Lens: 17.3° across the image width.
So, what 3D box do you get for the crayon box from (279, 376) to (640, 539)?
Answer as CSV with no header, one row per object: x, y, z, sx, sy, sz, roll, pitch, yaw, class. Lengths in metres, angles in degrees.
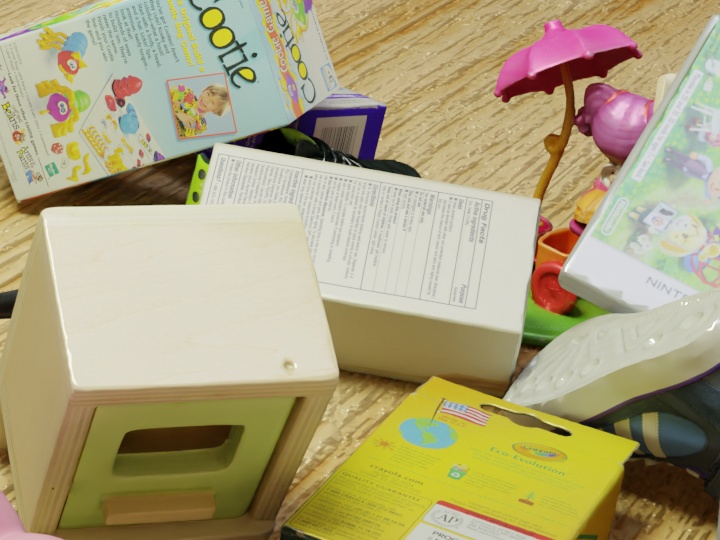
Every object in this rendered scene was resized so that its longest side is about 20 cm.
0.053,0.127,1.191,0.126,0.051,0.200,18,27,18,crayon box

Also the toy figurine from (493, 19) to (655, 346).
0.141,-0.058,1.460,0.199,0.185,0.150,26,29,32,toy figurine

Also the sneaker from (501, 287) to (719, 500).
0.180,0.094,1.293,0.200,0.147,0.081,-23,23,52,sneaker

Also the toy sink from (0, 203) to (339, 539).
-0.103,0.070,1.160,0.129,0.200,0.113,-1,55,-21,toy sink

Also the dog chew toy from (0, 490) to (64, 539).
-0.154,0.156,0.983,0.199,0.125,0.124,25,28,16,dog chew toy

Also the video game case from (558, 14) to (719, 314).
0.237,-0.032,1.341,0.181,0.022,0.201,28,66,13,video game case

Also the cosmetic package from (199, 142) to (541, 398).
0.000,0.000,1.381,0.198,0.071,0.106,11,54,3,cosmetic package

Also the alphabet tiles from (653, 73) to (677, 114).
0.234,-0.024,1.432,0.015,0.201,0.195,-16,-38,43,alphabet tiles

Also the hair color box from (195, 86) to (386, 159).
-0.094,-0.118,1.636,0.199,0.065,0.109,22,16,30,hair color box

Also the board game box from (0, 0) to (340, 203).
-0.131,-0.127,1.508,0.199,0.106,0.103,-14,12,22,board game box

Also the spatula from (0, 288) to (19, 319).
-0.210,0.030,1.241,0.056,0.021,0.200,-11,-6,-37,spatula

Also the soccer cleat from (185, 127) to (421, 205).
-0.029,-0.055,1.519,0.199,0.082,0.067,-15,34,-42,soccer cleat

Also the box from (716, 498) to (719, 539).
0.272,0.149,1.141,0.198,0.041,0.157,11,59,1,box
